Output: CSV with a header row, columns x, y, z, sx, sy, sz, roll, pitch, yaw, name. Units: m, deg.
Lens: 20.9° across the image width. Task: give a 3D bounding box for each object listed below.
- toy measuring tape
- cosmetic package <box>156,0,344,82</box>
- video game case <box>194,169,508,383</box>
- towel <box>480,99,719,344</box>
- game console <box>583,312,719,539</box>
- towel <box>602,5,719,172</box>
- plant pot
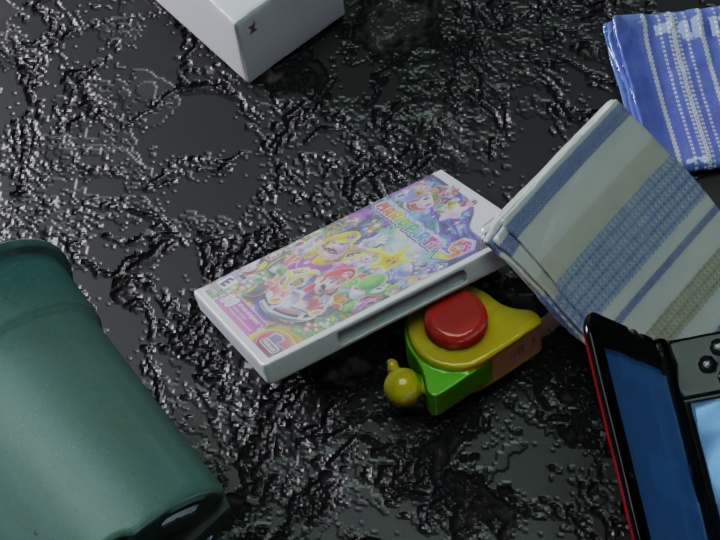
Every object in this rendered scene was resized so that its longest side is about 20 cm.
x,y,z,sx,sy,sz,roll,pitch,yaw,name
0.093,0.025,1.289,0.199,0.074,0.074,-32,59,-17,toy measuring tape
-0.114,-0.246,1.485,0.101,0.071,0.200,-37,60,-18,cosmetic package
0.000,0.000,1.302,0.199,0.018,0.143,-26,27,-13,video game case
0.186,0.002,1.271,0.200,0.024,0.147,46,66,-6,towel
0.229,0.119,1.160,0.171,0.119,0.202,-10,71,-3,game console
0.285,-0.141,1.414,0.198,0.024,0.146,-8,57,-1,towel
-0.195,0.119,1.182,0.200,0.201,0.196,-38,69,-20,plant pot
